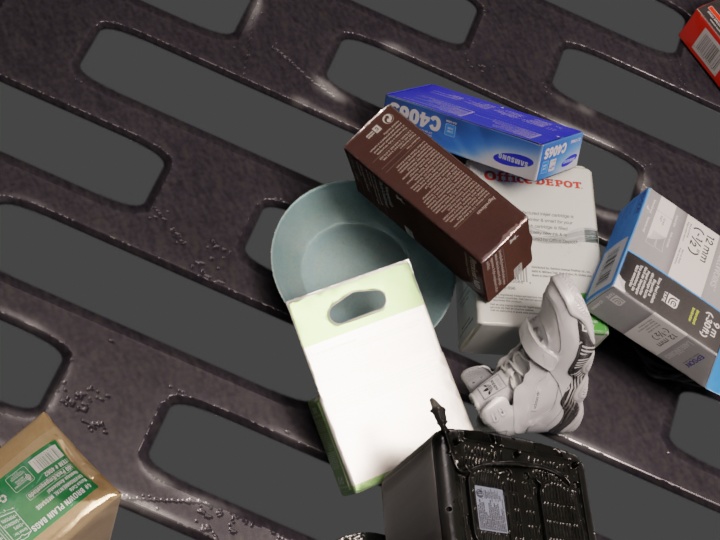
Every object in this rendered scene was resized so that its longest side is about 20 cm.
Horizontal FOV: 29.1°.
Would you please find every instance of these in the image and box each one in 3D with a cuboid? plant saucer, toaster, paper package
[{"bbox_3d":[0.000,0.000,1.471,0.201,0.039,0.201,6,63,-12],"label":"plant saucer"},{"bbox_3d":[0.123,0.246,1.303,0.181,0.119,0.200,14,54,-28],"label":"toaster"},{"bbox_3d":[-0.315,0.246,1.182,0.103,0.191,0.200,45,61,9],"label":"paper package"}]

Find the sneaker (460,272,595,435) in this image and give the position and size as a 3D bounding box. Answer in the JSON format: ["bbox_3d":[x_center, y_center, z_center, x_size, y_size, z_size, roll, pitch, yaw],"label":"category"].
[{"bbox_3d":[0.167,0.096,1.388,0.115,0.200,0.075,-12,40,-12],"label":"sneaker"}]

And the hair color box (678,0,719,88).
[{"bbox_3d":[0.510,-0.309,1.742,0.200,0.061,0.102,-27,73,-25],"label":"hair color box"}]

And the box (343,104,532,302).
[{"bbox_3d":[0.080,-0.068,1.416,0.200,0.100,0.075,40,77,24],"label":"box"}]

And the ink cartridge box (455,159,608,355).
[{"bbox_3d":[0.179,-0.013,1.497,0.146,0.083,0.200,5,64,-11],"label":"ink cartridge box"}]

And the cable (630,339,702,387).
[{"bbox_3d":[0.368,0.040,1.540,0.163,0.051,0.200,37,62,5],"label":"cable"}]

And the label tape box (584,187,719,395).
[{"bbox_3d":[0.348,0.027,1.458,0.200,0.066,0.143,32,55,-6],"label":"label tape box"}]

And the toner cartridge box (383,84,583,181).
[{"bbox_3d":[0.130,-0.152,1.505,0.200,0.043,0.095,22,26,30],"label":"toner cartridge box"}]

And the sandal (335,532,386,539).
[{"bbox_3d":[0.057,0.300,1.332,0.200,0.048,0.075,19,62,-6],"label":"sandal"}]

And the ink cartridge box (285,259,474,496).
[{"bbox_3d":[0.016,0.107,1.390,0.145,0.048,0.200,-19,85,-22],"label":"ink cartridge box"}]
